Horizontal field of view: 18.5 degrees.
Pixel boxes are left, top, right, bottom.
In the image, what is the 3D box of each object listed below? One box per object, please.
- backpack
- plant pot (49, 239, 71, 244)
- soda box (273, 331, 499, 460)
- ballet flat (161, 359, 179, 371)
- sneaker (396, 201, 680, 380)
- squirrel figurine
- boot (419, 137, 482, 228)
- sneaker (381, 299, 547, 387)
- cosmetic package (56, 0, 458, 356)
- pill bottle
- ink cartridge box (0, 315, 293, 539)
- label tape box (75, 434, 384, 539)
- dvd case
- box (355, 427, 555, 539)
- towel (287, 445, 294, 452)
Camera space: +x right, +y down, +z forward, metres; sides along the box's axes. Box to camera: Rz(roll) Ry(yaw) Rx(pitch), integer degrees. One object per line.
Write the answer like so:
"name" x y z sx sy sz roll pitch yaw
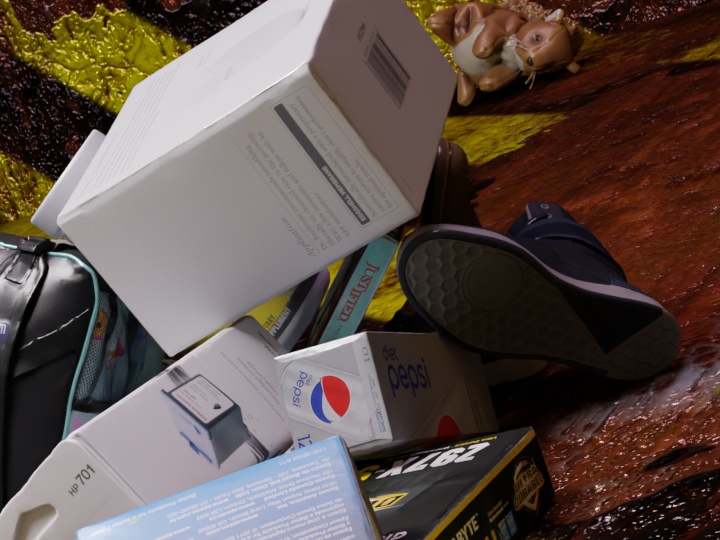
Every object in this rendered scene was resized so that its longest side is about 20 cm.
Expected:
"backpack" -0.229 0.082 1.480 0.176 0.200 0.153 11 -7 26
"plant pot" -0.229 0.096 1.654 0.200 0.200 0.135 -22 45 -10
"soda box" 0.020 0.077 1.345 0.063 0.068 0.200 -17 -9 20
"ballet flat" -0.107 0.096 1.622 0.074 0.074 0.200 -12 -2 41
"sneaker" 0.093 -0.001 1.431 0.202 0.077 0.146 20 18 -26
"squirrel figurine" 0.232 -0.326 3.092 0.187 0.142 0.200 -2 23 44
"boot" 0.079 -0.016 1.570 0.075 0.200 0.074 -1 44 4
"sneaker" 0.034 0.050 1.509 0.200 0.085 0.075 -19 16 -28
"cosmetic package" -0.060 -0.079 1.401 0.200 0.123 0.199 -28 21 24
"pill bottle" -0.130 -0.010 1.567 0.112 0.200 0.112 -54 7 10
"ink cartridge box" -0.128 0.129 1.330 0.146 0.086 0.200 -47 -5 33
"label tape box" -0.048 0.181 1.037 0.144 0.063 0.200 -20 36 0
"dvd case" 0.000 0.000 1.458 0.200 0.022 0.146 -74 10 -67
"box" -0.011 0.153 1.221 0.200 0.049 0.160 -15 9 31
"towel" -0.090 0.136 1.547 0.200 0.024 0.147 -17 8 9
